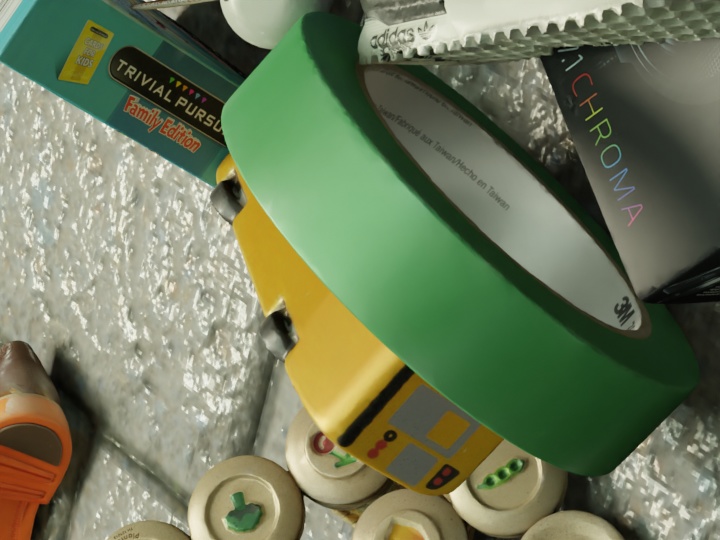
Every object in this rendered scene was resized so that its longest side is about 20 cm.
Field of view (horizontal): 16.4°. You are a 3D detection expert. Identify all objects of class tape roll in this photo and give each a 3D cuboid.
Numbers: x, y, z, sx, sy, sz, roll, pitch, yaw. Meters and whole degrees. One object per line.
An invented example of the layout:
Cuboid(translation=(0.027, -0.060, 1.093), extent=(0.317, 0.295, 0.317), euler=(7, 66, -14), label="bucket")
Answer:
Cuboid(translation=(0.038, -0.012, 0.929), extent=(0.048, 0.200, 0.201), euler=(-47, 56, 16), label="tape roll")

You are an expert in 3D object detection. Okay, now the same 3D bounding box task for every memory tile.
Cuboid(translation=(-0.001, 0.126, 1.022), extent=(0.200, 0.017, 0.153), euler=(-34, 70, 1), label="memory tile")

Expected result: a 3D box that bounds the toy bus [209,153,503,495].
Cuboid(translation=(0.000, 0.000, 1.014), extent=(0.065, 0.078, 0.200), euler=(-49, 30, 16), label="toy bus")

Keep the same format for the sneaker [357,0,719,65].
Cuboid(translation=(0.067, -0.125, 0.845), extent=(0.200, 0.069, 0.100), euler=(-3, 88, 48), label="sneaker")

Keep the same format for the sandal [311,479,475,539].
Cuboid(translation=(0.006, 0.101, 1.070), extent=(0.078, 0.070, 0.212), euler=(19, 106, 54), label="sandal")

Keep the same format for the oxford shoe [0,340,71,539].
Cuboid(translation=(-0.210, 0.123, 1.347), extent=(0.200, 0.071, 0.073), euler=(-54, 34, 31), label="oxford shoe")

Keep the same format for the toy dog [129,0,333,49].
Cuboid(translation=(-0.045, -0.155, 1.037), extent=(0.132, 0.096, 0.200), euler=(-60, 7, -1), label="toy dog")

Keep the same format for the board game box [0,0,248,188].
Cuboid(translation=(-0.118, -0.104, 1.110), extent=(0.151, 0.200, 0.047), euler=(40, 96, 41), label="board game box")

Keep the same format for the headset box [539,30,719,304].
Cuboid(translation=(0.160, -0.109, 0.863), extent=(0.200, 0.093, 0.174), euler=(-37, 66, 44), label="headset box")
